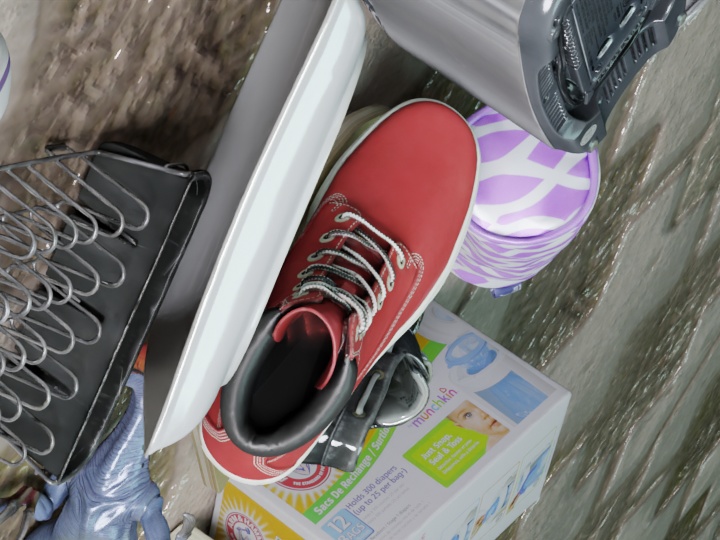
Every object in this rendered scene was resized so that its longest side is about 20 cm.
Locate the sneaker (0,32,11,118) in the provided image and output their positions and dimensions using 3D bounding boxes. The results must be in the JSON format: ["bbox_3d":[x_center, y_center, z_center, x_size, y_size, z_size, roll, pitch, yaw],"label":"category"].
[{"bbox_3d":[-0.175,-0.079,0.652,0.200,0.073,0.115,-27,139,-52],"label":"sneaker"}]

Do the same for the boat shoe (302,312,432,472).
[{"bbox_3d":[0.003,0.060,1.165,0.200,0.071,0.072,-48,162,-59],"label":"boat shoe"}]

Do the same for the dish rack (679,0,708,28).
[{"bbox_3d":[0.175,-0.174,1.224,0.200,0.044,0.172,-45,-175,-30],"label":"dish rack"}]

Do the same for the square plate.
[{"bbox_3d":[-0.043,-0.037,0.892,0.198,0.028,0.200,-109,-139,-75],"label":"square plate"}]

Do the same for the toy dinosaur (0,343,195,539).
[{"bbox_3d":[-0.138,0.114,1.021,0.200,0.105,0.182,-157,-96,-75],"label":"toy dinosaur"}]

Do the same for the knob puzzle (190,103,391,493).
[{"bbox_3d":[-0.040,-0.003,1.076,0.220,0.030,0.220,-60,169,-20],"label":"knob puzzle"}]

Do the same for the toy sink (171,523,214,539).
[{"bbox_3d":[-0.054,0.258,1.168,0.112,0.200,0.131,-46,156,-29],"label":"toy sink"}]

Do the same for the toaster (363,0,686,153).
[{"bbox_3d":[0.068,-0.147,0.990,0.114,0.129,0.200,-55,158,-9],"label":"toaster"}]

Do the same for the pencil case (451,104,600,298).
[{"bbox_3d":[0.075,-0.039,1.152,0.200,0.085,0.084,104,-22,-81],"label":"pencil case"}]

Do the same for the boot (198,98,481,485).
[{"bbox_3d":[0.000,0.000,0.938,0.200,0.072,0.144,-59,180,-14],"label":"boot"}]

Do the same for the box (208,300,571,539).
[{"bbox_3d":[0.015,0.125,1.254,0.200,0.112,0.102,-38,152,-39],"label":"box"}]

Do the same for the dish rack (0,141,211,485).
[{"bbox_3d":[-0.146,0.024,0.846,0.154,0.054,0.200,-66,164,16],"label":"dish rack"}]
